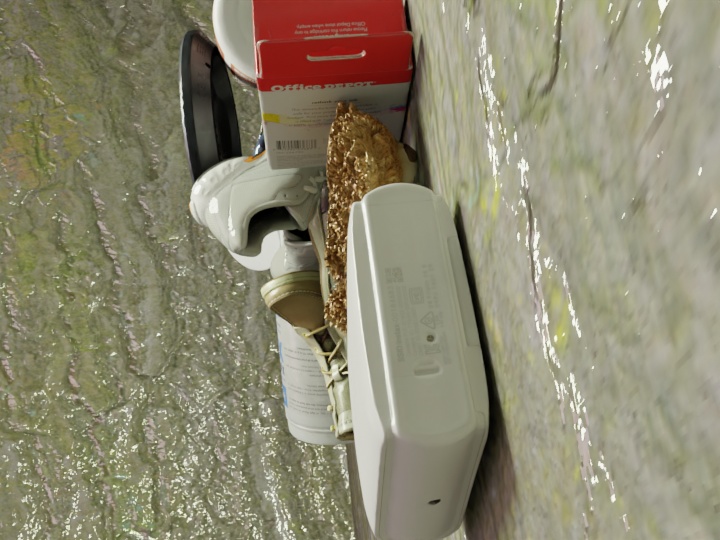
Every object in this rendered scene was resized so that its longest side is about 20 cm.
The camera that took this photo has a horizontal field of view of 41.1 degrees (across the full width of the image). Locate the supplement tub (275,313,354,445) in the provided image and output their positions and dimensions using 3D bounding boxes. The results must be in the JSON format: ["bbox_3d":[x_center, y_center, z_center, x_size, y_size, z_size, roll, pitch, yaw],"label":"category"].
[{"bbox_3d":[-0.038,0.100,1.204,0.132,0.129,0.204,-109,15,-74],"label":"supplement tub"}]

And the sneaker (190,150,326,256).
[{"bbox_3d":[-0.053,-0.085,0.870,0.092,0.199,0.076,47,174,32],"label":"sneaker"}]

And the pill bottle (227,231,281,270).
[{"bbox_3d":[-0.094,-0.086,1.295,0.200,0.112,0.115,-43,-43,-50],"label":"pill bottle"}]

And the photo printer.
[{"bbox_3d":[0.029,0.071,0.605,0.201,0.068,0.169,91,173,-58],"label":"photo printer"}]

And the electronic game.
[{"bbox_3d":[-0.152,-0.138,0.964,0.200,0.041,0.204,-6,-90,-88],"label":"electronic game"}]

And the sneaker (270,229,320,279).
[{"bbox_3d":[-0.060,-0.037,1.057,0.199,0.091,0.077,-29,55,51],"label":"sneaker"}]

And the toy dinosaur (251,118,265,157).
[{"bbox_3d":[-0.109,-0.108,1.059,0.105,0.199,0.182,48,142,7],"label":"toy dinosaur"}]

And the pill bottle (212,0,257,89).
[{"bbox_3d":[-0.084,-0.230,0.914,0.200,0.110,0.115,-135,40,-79],"label":"pill bottle"}]

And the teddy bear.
[{"bbox_3d":[0.007,-0.032,0.752,0.146,0.065,0.203,-78,-7,-63],"label":"teddy bear"}]

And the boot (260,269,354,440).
[{"bbox_3d":[-0.026,0.095,1.021,0.199,0.071,0.157,31,-137,-52],"label":"boot"}]

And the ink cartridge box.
[{"bbox_3d":[-0.023,-0.152,0.745,0.200,0.114,0.069,98,166,-71],"label":"ink cartridge box"}]

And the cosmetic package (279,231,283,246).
[{"bbox_3d":[-0.049,-0.127,1.173,0.071,0.099,0.204,-6,-89,-73],"label":"cosmetic package"}]

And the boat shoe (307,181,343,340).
[{"bbox_3d":[0.000,-0.001,0.951,0.065,0.071,0.204,8,123,44],"label":"boat shoe"}]

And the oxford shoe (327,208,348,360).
[{"bbox_3d":[0.007,0.037,0.880,0.075,0.057,0.204,105,152,-85],"label":"oxford shoe"}]
